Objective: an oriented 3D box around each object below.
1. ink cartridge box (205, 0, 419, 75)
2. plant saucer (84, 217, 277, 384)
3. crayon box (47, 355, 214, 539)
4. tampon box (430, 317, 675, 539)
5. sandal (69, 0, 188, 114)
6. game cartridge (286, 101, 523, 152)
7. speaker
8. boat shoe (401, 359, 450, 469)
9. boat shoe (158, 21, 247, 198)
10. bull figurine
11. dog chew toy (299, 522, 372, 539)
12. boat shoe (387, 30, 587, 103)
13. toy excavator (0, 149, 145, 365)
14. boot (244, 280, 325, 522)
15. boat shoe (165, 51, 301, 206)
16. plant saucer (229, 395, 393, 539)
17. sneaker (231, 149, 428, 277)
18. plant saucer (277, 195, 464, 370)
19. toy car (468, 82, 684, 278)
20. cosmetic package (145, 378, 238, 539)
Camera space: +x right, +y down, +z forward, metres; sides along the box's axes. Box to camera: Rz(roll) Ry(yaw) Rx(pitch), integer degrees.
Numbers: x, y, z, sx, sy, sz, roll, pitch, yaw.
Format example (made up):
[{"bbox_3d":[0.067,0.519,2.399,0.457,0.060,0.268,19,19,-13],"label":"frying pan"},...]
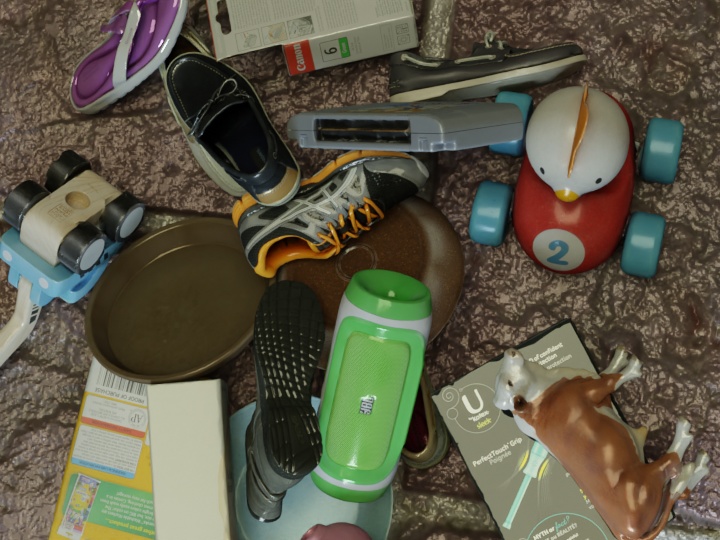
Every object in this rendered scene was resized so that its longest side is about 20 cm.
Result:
[{"bbox_3d":[-0.049,-0.254,1.573,0.197,0.051,0.110,-13,57,1],"label":"ink cartridge box"},{"bbox_3d":[-0.172,0.032,1.546,0.197,0.030,0.202,-10,48,11],"label":"plant saucer"},{"bbox_3d":[-0.222,0.192,1.561,0.124,0.052,0.203,13,83,11],"label":"crayon box"},{"bbox_3d":[0.177,0.172,1.459,0.149,0.126,0.202,-28,77,4],"label":"tampon box"},{"bbox_3d":[-0.237,-0.223,1.578,0.202,0.049,0.083,-43,56,34],"label":"sandal"},{"bbox_3d":[0.045,-0.134,1.466,0.198,0.132,0.042,6,107,44],"label":"game cartridge"},{"bbox_3d":[0.008,0.106,1.444,0.087,0.088,0.202,16,111,12],"label":"speaker"},{"bbox_3d":[0.029,0.092,1.526,0.073,0.066,0.202,-29,77,5],"label":"boat shoe"},{"bbox_3d":[-0.156,-0.161,1.594,0.074,0.068,0.201,-32,78,4],"label":"boat shoe"},{"bbox_3d":[0.205,0.134,1.362,0.121,0.065,0.201,-37,77,-1],"label":"bull figurine"},{"bbox_3d":[0.018,0.312,1.449,0.124,0.125,0.200,-41,97,1],"label":"dog chew toy"},{"bbox_3d":[0.120,-0.204,1.553,0.197,0.073,0.064,-11,83,13],"label":"boat shoe"},{"bbox_3d":[-0.317,0.012,1.585,0.099,0.201,0.194,33,44,13],"label":"toy excavator"},{"bbox_3d":[-0.083,0.121,1.478,0.067,0.131,0.202,8,61,-18],"label":"boot"},{"bbox_3d":[-0.127,-0.143,1.505,0.074,0.062,0.201,-41,60,5],"label":"boat shoe"},{"bbox_3d":[-0.064,0.222,1.537,0.198,0.039,0.204,-2,81,10],"label":"plant saucer"},{"bbox_3d":[-0.025,-0.053,1.501,0.198,0.078,0.078,-21,56,18],"label":"sneaker"},{"bbox_3d":[0.000,0.000,1.525,0.198,0.037,0.203,-8,59,14],"label":"plant saucer"},{"bbox_3d":[0.195,-0.095,1.458,0.182,0.200,0.179,12,84,11],"label":"toy car"},{"bbox_3d":[-0.154,0.205,1.474,0.072,0.104,0.203,-3,85,-2],"label":"cosmetic package"}]
